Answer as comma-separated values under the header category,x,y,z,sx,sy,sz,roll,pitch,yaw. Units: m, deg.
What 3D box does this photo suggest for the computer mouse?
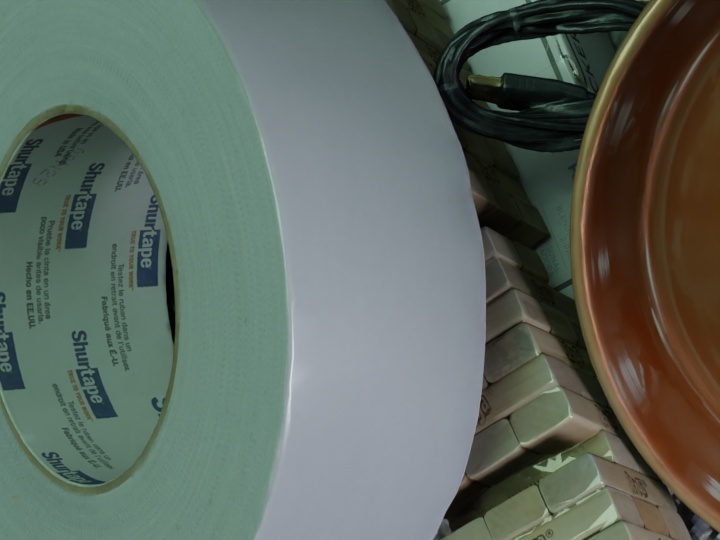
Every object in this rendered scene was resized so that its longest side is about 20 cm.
category,x,y,z,sx,sy,sz,roll,pitch,yaw
computer mouse,0.118,-0.036,0.664,0.199,0.034,0.059,15,97,-1

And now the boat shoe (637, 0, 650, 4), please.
category,x,y,z,sx,sy,sz,roll,pitch,yaw
boat shoe,0.145,-0.151,0.699,0.200,0.063,0.073,-42,32,16

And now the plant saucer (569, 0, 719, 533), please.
category,x,y,z,sx,sy,sz,roll,pitch,yaw
plant saucer,0.155,-0.011,0.631,0.199,0.032,0.201,1,101,5

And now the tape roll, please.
category,x,y,z,sx,sy,sz,roll,pitch,yaw
tape roll,-0.053,0.006,0.661,0.200,0.066,0.202,7,99,51

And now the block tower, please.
category,x,y,z,sx,sy,sz,roll,pitch,yaw
block tower,0.026,0.006,0.670,0.054,0.058,0.201,-32,63,18

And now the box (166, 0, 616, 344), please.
category,x,y,z,sx,sy,sz,roll,pitch,yaw
box,0.000,0.000,0.755,0.199,0.060,0.117,-31,63,20
